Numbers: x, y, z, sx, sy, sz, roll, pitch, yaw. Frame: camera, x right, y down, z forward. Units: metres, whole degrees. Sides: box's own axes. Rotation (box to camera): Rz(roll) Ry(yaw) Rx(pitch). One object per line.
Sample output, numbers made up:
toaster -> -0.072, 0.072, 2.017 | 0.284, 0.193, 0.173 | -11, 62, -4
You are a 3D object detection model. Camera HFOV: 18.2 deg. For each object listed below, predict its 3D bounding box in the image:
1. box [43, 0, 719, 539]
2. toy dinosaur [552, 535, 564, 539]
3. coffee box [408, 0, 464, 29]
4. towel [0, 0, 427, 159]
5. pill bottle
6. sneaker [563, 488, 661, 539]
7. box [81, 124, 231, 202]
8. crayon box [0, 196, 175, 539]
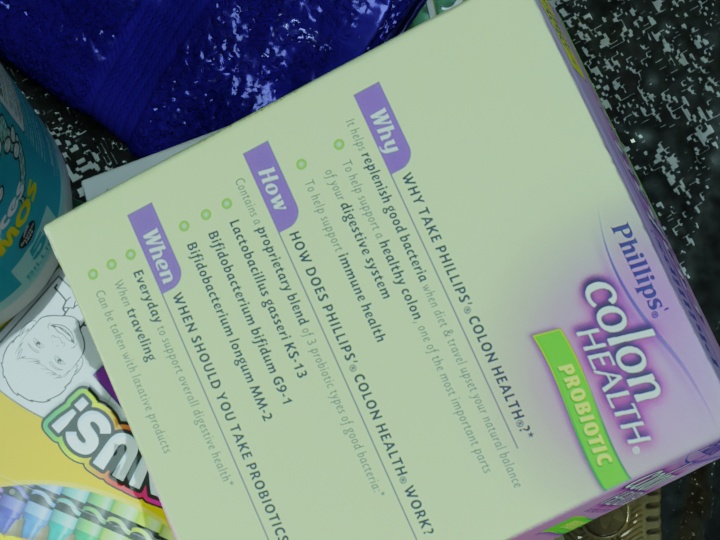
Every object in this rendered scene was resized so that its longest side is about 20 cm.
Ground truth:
box -> 0.017, 0.022, 0.820 | 0.199, 0.097, 0.177 | -27, 78, 10
toy dinosaur -> 0.053, 0.131, 0.908 | 0.198, 0.058, 0.102 | 0, 120, -5
coffee box -> 0.002, -0.128, 1.005 | 0.122, 0.044, 0.201 | -24, 83, -10
towel -> -0.083, -0.126, 0.959 | 0.200, 0.050, 0.148 | 37, 98, 12
pill bottle -> -0.180, -0.046, 0.838 | 0.110, 0.200, 0.112 | -1, 75, 6
sneaker -> 0.088, 0.094, 0.972 | 0.071, 0.113, 0.201 | 2, 110, -8
box -> 0.000, 0.000, 0.893 | 0.199, 0.036, 0.145 | -20, 79, 12
crayon box -> -0.092, 0.079, 0.950 | 0.199, 0.058, 0.173 | 23, 78, -2
